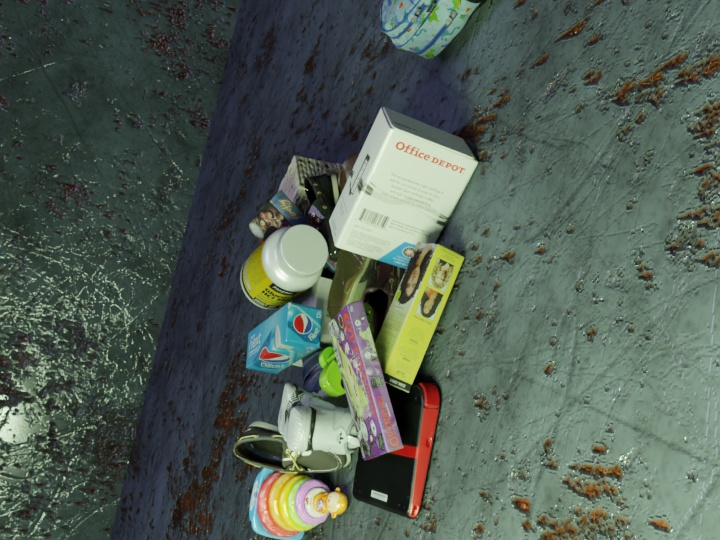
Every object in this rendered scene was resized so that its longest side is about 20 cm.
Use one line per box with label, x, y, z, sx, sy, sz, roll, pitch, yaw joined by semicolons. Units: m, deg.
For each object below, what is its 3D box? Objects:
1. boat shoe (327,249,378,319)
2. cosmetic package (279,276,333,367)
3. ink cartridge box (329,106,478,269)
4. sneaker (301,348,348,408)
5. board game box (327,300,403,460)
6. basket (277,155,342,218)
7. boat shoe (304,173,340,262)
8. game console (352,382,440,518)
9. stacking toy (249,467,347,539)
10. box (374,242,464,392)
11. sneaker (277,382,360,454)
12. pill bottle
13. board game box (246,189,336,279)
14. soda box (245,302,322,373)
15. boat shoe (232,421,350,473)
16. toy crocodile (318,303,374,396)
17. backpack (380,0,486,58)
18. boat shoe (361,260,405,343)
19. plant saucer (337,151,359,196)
boat shoe;0.000;0.001;1.454;0.072;0.065;0.203;51;133;41
cosmetic package;-0.084;0.097;1.593;0.200;0.084;0.109;144;138;-59
ink cartridge box;0.060;-0.116;1.295;0.202;0.144;0.085;-63;22;25
sneaker;-0.079;0.223;1.499;0.203;0.076;0.147;-59;27;33
board game box;0.004;0.154;1.212;0.120;0.032;0.203;136;121;-63
basket;-0.104;-0.110;1.735;0.201;0.122;0.136;-61;25;30
boat shoe;-0.062;-0.090;1.549;0.074;0.062;0.203;98;164;-48
game console;0.048;0.245;1.243;0.200;0.031;0.180;166;114;-67
stacking toy;-0.084;0.371;1.410;0.199;0.109;0.118;-18;56;52
box;0.073;0.062;1.228;0.202;0.050;0.075;-68;20;-5
sneaker;-0.060;0.227;1.340;0.200;0.113;0.076;-143;64;-75
pill bottle;-0.130;-0.008;1.530;0.200;0.111;0.114;146;136;-61
board game box;-0.111;-0.040;1.621;0.035;0.200;0.135;-45;5;-32
soda box;-0.133;0.118;1.506;0.200;0.063;0.069;143;134;-58
boat shoe;-0.112;0.295;1.419;0.060;0.199;0.073;-37;-54;-54
toy crocodile;-0.009;0.110;1.383;0.067;0.062;0.201;-43;10;48
backpack;0.118;-0.435;1.408;0.201;0.151;0.165;116;154;-59
boat shoe;0.041;0.036;1.334;0.075;0.074;0.204;-58;26;35
plant saucer;-0.015;-0.102;1.529;0.200;0.032;0.203;175;90;-82
